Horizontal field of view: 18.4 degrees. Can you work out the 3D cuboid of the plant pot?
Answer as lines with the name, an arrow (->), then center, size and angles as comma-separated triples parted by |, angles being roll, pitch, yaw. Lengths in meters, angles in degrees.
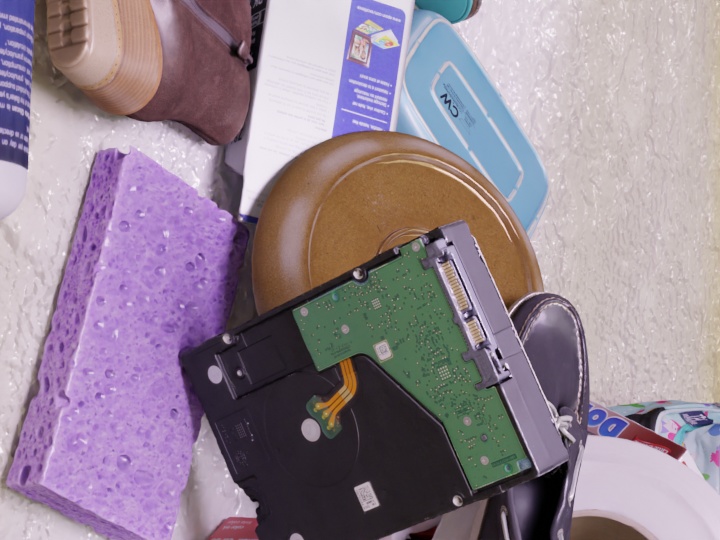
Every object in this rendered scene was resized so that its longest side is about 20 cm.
plant pot -> 0.031, 0.009, 1.304 | 0.199, 0.027, 0.201 | 10, 68, -27

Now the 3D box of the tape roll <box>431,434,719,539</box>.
tape roll -> 0.134, 0.200, 1.308 | 0.071, 0.201, 0.203 | 84, 21, -66

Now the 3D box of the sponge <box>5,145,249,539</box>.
sponge -> -0.126, 0.044, 1.245 | 0.111, 0.030, 0.201 | 34, 61, -45

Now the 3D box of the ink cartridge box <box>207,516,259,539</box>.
ink cartridge box -> -0.085, 0.244, 1.254 | 0.200, 0.067, 0.117 | -46, 122, -43

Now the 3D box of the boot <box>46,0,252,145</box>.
boot -> -0.117, -0.180, 1.258 | 0.166, 0.072, 0.201 | 19, 72, -61

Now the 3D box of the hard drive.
hard drive -> 0.004, 0.072, 1.200 | 0.038, 0.200, 0.140 | -20, 85, -51

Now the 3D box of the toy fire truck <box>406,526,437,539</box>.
toy fire truck -> 0.074, 0.206, 1.391 | 0.200, 0.141, 0.049 | -53, 126, -38

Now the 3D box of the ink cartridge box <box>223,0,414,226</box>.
ink cartridge box -> -0.025, -0.111, 1.346 | 0.099, 0.039, 0.201 | 16, 74, -26

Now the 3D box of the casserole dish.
casserole dish -> 0.063, -0.085, 1.448 | 0.200, 0.039, 0.121 | 54, 40, -21

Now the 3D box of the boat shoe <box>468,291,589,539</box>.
boat shoe -> 0.107, 0.104, 1.266 | 0.072, 0.063, 0.201 | 19, 69, -23

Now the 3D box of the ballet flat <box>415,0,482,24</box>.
ballet flat -> 0.030, -0.250, 1.427 | 0.200, 0.068, 0.067 | 56, 41, -34

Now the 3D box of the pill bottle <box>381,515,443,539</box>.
pill bottle -> 0.035, 0.090, 1.371 | 0.200, 0.115, 0.116 | -41, 118, -44

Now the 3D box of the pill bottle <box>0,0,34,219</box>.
pill bottle -> -0.215, -0.082, 1.079 | 0.111, 0.111, 0.201 | 8, 82, -50

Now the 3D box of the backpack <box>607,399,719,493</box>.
backpack -> 0.249, 0.180, 1.612 | 0.200, 0.150, 0.179 | 6, 82, -55

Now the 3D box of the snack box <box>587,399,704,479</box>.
snack box -> 0.153, 0.112, 1.451 | 0.024, 0.200, 0.072 | -44, 127, -15
